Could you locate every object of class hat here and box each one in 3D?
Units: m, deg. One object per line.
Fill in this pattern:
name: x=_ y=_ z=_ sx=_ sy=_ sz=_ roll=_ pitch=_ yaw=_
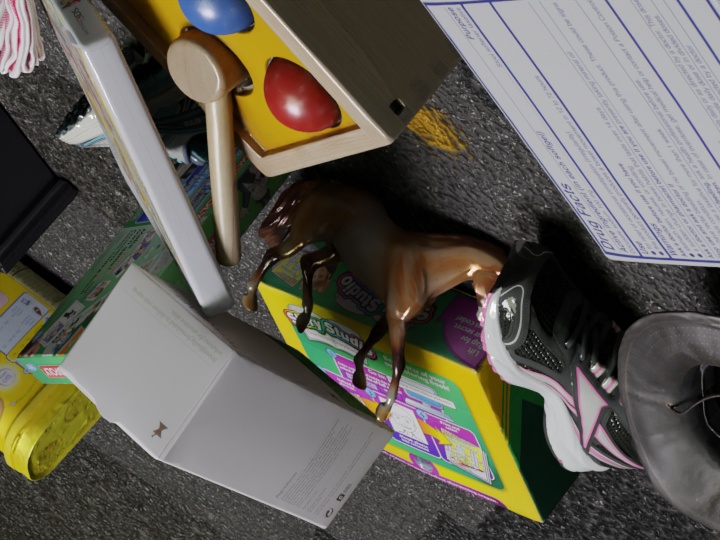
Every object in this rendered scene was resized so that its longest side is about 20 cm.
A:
hat: x=0.236 y=0.076 z=1.337 sx=0.200 sy=0.081 sz=0.201 roll=28 pitch=147 yaw=20

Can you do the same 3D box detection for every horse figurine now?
horse figurine: x=0.000 y=0.000 z=1.545 sx=0.200 sy=0.133 sz=0.050 roll=39 pitch=-158 yaw=32

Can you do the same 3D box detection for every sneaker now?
sneaker: x=0.145 y=0.054 z=1.463 sx=0.086 sy=0.081 sz=0.200 roll=6 pitch=150 yaw=34
sneaker: x=-0.135 y=-0.099 z=1.588 sx=0.086 sy=0.078 sz=0.200 roll=43 pitch=158 yaw=-16

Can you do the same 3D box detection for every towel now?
towel: x=-0.240 y=-0.232 z=1.449 sx=0.147 sy=0.030 sz=0.201 roll=90 pitch=157 yaw=-59

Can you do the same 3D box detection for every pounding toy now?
pounding toy: x=-0.053 y=-0.123 z=1.330 sx=0.184 sy=0.142 sz=0.200 roll=47 pitch=157 yaw=-16

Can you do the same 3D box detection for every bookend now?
bookend: x=-0.357 y=-0.107 z=1.891 sx=0.199 sy=0.092 sz=0.199 roll=11 pitch=144 yaw=48

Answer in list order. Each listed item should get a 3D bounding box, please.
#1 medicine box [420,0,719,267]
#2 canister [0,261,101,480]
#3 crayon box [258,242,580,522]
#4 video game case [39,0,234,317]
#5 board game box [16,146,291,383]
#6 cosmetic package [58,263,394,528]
medicine box: x=0.157 y=-0.098 z=1.103 sx=0.200 sy=0.103 sz=0.182 roll=5 pitch=140 yaw=54
canister: x=-0.312 y=0.064 z=2.072 sx=0.200 sy=0.149 sz=0.087 roll=35 pitch=157 yaw=15
crayon box: x=0.041 y=0.072 z=1.654 sx=0.199 sy=0.058 sz=0.173 roll=21 pitch=150 yaw=36
video game case: x=-0.143 y=-0.093 z=1.427 sx=0.182 sy=0.023 sz=0.201 roll=54 pitch=169 yaw=54
board game box: x=-0.132 y=-0.009 z=1.585 sx=0.029 sy=0.200 sz=0.134 roll=46 pitch=157 yaw=-21
cosmetic package: x=-0.080 y=0.082 z=1.490 sx=0.107 sy=0.085 sz=0.200 roll=38 pitch=-177 yaw=33
